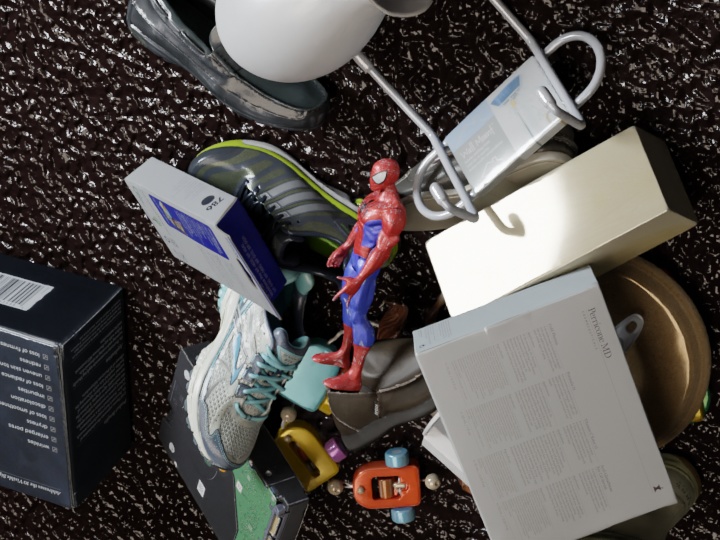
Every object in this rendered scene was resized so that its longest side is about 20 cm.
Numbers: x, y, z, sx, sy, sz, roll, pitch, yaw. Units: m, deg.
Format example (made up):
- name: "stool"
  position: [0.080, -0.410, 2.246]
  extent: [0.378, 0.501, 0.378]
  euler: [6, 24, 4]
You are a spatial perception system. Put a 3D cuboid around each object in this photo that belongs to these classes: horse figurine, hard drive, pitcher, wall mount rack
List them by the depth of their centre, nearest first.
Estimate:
- name: "pitcher"
  position: [-0.024, -0.243, 1.384]
  extent: [0.121, 0.172, 0.200]
  euler: [24, 154, -28]
- name: "wall mount rack"
  position: [0.086, -0.141, 1.390]
  extent: [0.200, 0.074, 0.174]
  euler: [-42, 54, 21]
- name: "horse figurine"
  position: [0.082, 0.101, 1.574]
  extent: [0.200, 0.050, 0.133]
  euler: [43, 123, -4]
- name: "hard drive"
  position: [-0.122, 0.184, 1.677]
  extent: [0.200, 0.038, 0.140]
  euler: [55, 144, 32]

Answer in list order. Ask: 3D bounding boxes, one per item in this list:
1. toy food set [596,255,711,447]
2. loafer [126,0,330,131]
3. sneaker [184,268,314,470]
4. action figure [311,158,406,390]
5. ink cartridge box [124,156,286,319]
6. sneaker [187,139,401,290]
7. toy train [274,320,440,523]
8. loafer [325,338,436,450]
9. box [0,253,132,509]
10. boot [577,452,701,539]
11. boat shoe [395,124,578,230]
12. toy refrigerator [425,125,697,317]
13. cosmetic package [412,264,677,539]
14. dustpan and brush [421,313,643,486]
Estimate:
- name: "toy food set"
  position: [0.194, 0.070, 1.481]
  extent: [0.199, 0.049, 0.199]
  euler: [-6, 108, 22]
- name: "loafer"
  position: [-0.110, -0.187, 1.489]
  extent: [0.200, 0.068, 0.071]
  euler: [34, 138, 11]
- name: "sneaker"
  position: [-0.093, 0.079, 1.571]
  extent: [0.086, 0.077, 0.201]
  euler: [4, 80, 42]
- name: "action figure"
  position: [0.000, 0.000, 1.463]
  extent: [0.051, 0.065, 0.201]
  euler: [10, 114, -16]
- name: "ink cartridge box"
  position: [-0.126, -0.031, 1.540]
  extent: [0.200, 0.039, 0.100]
  euler: [29, 154, 52]
- name: "sneaker"
  position: [-0.066, -0.048, 1.542]
  extent: [0.199, 0.081, 0.074]
  euler: [25, 127, 13]
- name: "toy train"
  position: [-0.010, 0.138, 1.649]
  extent: [0.149, 0.056, 0.201]
  euler: [-9, 106, 4]
- name: "loafer"
  position: [0.031, 0.090, 1.513]
  extent: [0.071, 0.073, 0.200]
  euler: [49, 133, -5]
- name: "box"
  position: [-0.342, 0.102, 1.757]
  extent: [0.199, 0.124, 0.197]
  euler: [15, 123, 20]
- name: "boot"
  position: [0.181, 0.227, 1.528]
  extent: [0.199, 0.155, 0.072]
  euler: [-12, 113, 33]
- name: "boat shoe"
  position: [0.094, -0.082, 1.459]
  extent: [0.199, 0.057, 0.067]
  euler: [-18, 148, 38]
- name: "toy refrigerator"
  position: [0.158, -0.029, 1.404]
  extent: [0.200, 0.070, 0.076]
  euler: [-30, 67, 25]
- name: "cosmetic package"
  position: [0.145, 0.115, 1.391]
  extent: [0.150, 0.052, 0.201]
  euler: [-20, 109, 7]
- name: "dustpan and brush"
  position: [0.160, 0.111, 1.445]
  extent: [0.139, 0.057, 0.200]
  euler: [41, 94, 3]
